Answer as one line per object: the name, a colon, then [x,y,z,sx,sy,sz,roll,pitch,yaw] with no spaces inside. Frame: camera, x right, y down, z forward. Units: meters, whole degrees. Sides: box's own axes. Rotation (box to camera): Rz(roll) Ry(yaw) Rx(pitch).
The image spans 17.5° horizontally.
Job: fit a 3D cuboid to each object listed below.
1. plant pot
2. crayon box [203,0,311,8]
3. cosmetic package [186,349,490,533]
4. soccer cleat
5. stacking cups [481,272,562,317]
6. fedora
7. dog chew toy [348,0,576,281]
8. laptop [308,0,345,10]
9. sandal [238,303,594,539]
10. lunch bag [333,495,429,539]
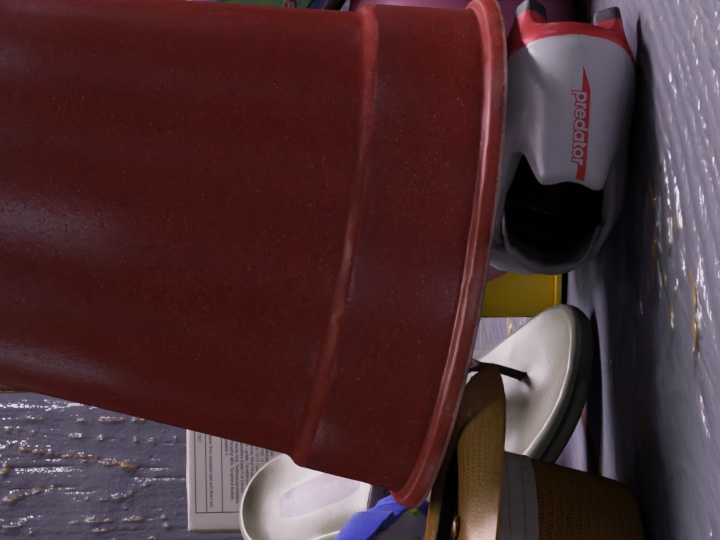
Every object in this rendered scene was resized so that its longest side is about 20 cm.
plant pot: [-0.059,-0.022,0.901,0.201,0.194,0.203,-171,90,-83]
crayon box: [-0.068,-0.157,1.092,0.200,0.058,0.120,-55,40,47]
cosmetic package: [-0.001,0.100,1.358,0.071,0.198,0.106,88,-178,-84]
soccer cleat: [0.071,-0.029,0.928,0.200,0.068,0.086,102,172,-66]
stacking cups: [0.000,0.000,1.169,0.061,0.198,0.061,-1,-90,-89]
fedora: [0.065,0.137,0.874,0.201,0.081,0.202,-175,90,-88]
dog chew toy: [0.044,-0.098,1.067,0.125,0.123,0.202,-103,24,-86]
laptop: [-0.029,-0.216,1.097,0.187,0.115,0.201,-53,13,49]
sandal: [0.019,0.076,1.048,0.057,0.200,0.080,42,-151,-37]
lunch bag: [-0.002,0.219,0.990,0.170,0.127,0.202,-37,-60,-50]
